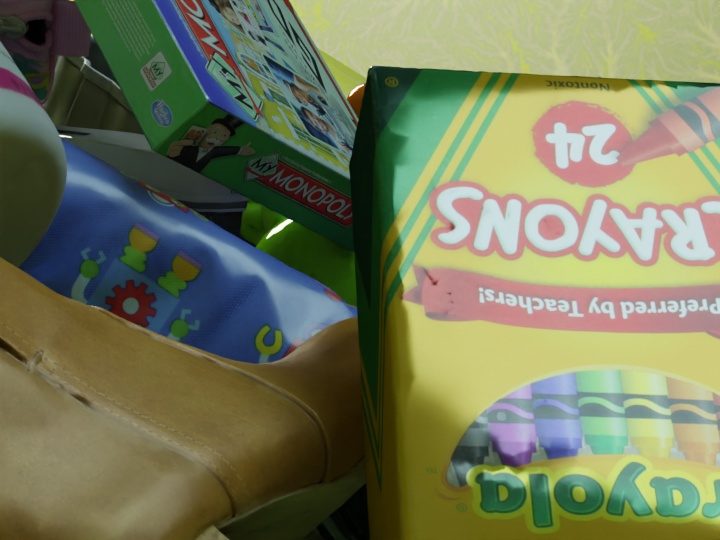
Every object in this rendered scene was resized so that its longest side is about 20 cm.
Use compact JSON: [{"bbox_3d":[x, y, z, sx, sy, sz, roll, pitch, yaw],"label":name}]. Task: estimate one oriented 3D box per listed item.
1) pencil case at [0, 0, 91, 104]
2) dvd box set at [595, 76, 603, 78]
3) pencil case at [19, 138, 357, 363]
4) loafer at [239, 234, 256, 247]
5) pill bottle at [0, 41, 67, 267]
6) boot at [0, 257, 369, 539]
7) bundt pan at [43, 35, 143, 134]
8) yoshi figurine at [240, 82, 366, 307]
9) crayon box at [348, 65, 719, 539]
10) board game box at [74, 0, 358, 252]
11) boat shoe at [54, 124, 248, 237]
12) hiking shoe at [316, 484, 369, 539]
[{"bbox_3d":[-0.203,-0.107,0.897,0.198,0.088,0.087,4,17,-19],"label":"pencil case"},{"bbox_3d":[0.172,0.017,0.961,0.200,0.029,0.147,39,-11,39],"label":"dvd box set"},{"bbox_3d":[-0.088,0.011,0.821,0.199,0.087,0.078,30,-4,-1],"label":"pencil case"},{"bbox_3d":[-0.104,-0.020,1.003,0.200,0.071,0.068,27,7,-27],"label":"loafer"},{"bbox_3d":[-0.185,-0.079,0.739,0.201,0.113,0.113,55,18,23],"label":"pill bottle"},{"bbox_3d":[-0.063,0.031,0.684,0.144,0.071,0.202,40,29,-10],"label":"boot"},{"bbox_3d":[-0.076,-0.034,1.166,0.201,0.076,0.202,30,8,-4],"label":"bundt pan"},{"bbox_3d":[0.006,-0.010,0.973,0.112,0.112,0.200,54,37,-19],"label":"yoshi figurine"},{"bbox_3d":[0.065,0.035,0.669,0.126,0.051,0.201,2,54,-8],"label":"crayon box"},{"bbox_3d":[-0.066,-0.104,0.892,0.134,0.029,0.201,27,29,-55],"label":"board game box"},{"bbox_3d":[-0.139,-0.023,0.894,0.198,0.067,0.070,7,8,6],"label":"boat shoe"},{"bbox_3d":[0.062,0.031,0.884,0.074,0.200,0.086,47,-34,-16],"label":"hiking shoe"}]
